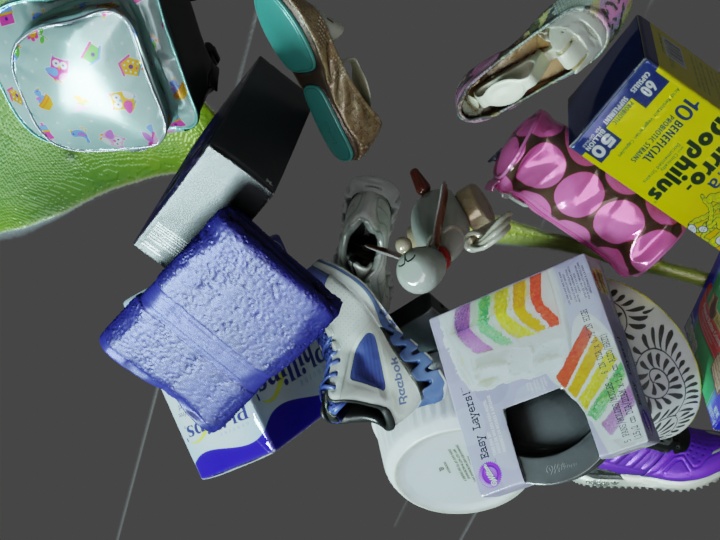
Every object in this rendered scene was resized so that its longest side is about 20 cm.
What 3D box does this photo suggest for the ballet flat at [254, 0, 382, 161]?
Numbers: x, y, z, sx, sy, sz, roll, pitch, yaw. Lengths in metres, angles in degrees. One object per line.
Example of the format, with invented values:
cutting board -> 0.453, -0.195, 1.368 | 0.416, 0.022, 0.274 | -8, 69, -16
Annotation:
ballet flat -> -0.036, -0.203, 1.040 | 0.070, 0.065, 0.202 | 15, 140, 48

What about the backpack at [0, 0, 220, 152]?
backpack -> -0.259, -0.204, 1.028 | 0.197, 0.154, 0.177 | -2, 128, 20

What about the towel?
towel -> -0.129, 0.045, 0.976 | 0.147, 0.050, 0.200 | 40, 118, -15

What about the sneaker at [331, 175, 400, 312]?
sneaker -> 0.000, 0.000, 1.152 | 0.074, 0.082, 0.202 | 6, 126, 5

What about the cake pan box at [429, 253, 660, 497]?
cake pan box -> 0.179, 0.110, 1.054 | 0.182, 0.203, 0.052 | -23, 160, 26

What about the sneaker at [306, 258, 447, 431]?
sneaker -> -0.014, 0.090, 1.096 | 0.199, 0.115, 0.081 | 44, 154, 12

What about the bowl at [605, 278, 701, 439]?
bowl -> 0.246, 0.117, 1.115 | 0.199, 0.094, 0.203 | 29, 137, 32

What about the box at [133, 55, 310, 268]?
box -> -0.128, -0.100, 1.037 | 0.079, 0.201, 0.141 | 38, 121, -15

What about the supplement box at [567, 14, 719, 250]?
supplement box -> 0.305, -0.124, 0.995 | 0.198, 0.110, 0.109 | 31, 123, -11

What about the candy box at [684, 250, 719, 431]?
candy box -> 0.401, 0.037, 1.046 | 0.076, 0.170, 0.202 | 13, 124, -4

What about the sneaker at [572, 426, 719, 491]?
sneaker -> 0.330, 0.194, 1.222 | 0.197, 0.070, 0.101 | -6, 119, 13

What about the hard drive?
hard drive -> 0.087, 0.119, 1.215 | 0.139, 0.033, 0.200 | -32, 126, 26

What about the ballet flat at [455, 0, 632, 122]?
ballet flat -> 0.171, -0.197, 0.996 | 0.199, 0.071, 0.069 | -33, 111, 27

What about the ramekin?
ramekin -> 0.111, 0.189, 1.193 | 0.199, 0.095, 0.204 | 0, 134, 0

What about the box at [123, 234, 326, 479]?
box -> -0.125, 0.085, 1.125 | 0.104, 0.184, 0.202 | -23, 92, 28

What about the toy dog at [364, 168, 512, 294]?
toy dog -> 0.067, -0.050, 1.060 | 0.131, 0.200, 0.097 | -38, 94, 3

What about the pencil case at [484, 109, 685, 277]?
pencil case -> 0.225, -0.070, 1.060 | 0.199, 0.091, 0.094 | 32, 85, -9
